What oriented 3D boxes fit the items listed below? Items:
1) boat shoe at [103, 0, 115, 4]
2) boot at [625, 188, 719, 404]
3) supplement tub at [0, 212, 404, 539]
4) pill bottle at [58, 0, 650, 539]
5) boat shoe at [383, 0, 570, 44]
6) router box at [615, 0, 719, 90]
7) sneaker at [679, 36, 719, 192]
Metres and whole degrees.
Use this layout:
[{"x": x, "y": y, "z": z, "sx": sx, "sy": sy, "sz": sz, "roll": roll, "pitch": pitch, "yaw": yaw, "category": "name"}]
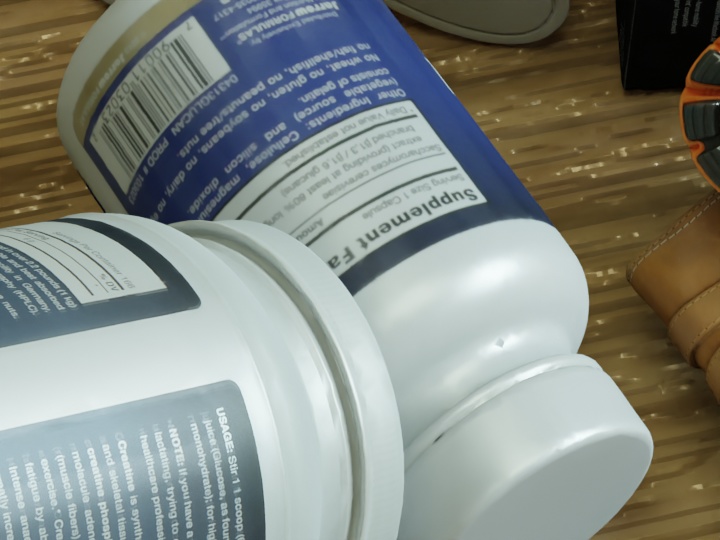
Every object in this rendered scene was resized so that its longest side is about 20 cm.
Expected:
[{"x": -0.098, "y": -0.179, "z": 0.955, "sx": 0.073, "sy": 0.068, "sz": 0.200, "roll": -20, "pitch": 62, "yaw": -9, "category": "boat shoe"}, {"x": 0.135, "y": 0.046, "z": 0.815, "sx": 0.200, "sy": 0.077, "sz": 0.155, "roll": -37, "pitch": 68, "yaw": -20, "category": "boot"}, {"x": -0.101, "y": 0.060, "z": 0.697, "sx": 0.199, "sy": 0.141, "sz": 0.141, "roll": -11, "pitch": 55, "yaw": -42, "category": "supplement tub"}, {"x": 0.000, "y": 0.000, "z": 0.819, "sx": 0.111, "sy": 0.111, "sz": 0.200, "roll": -29, "pitch": 64, "yaw": -14, "category": "pill bottle"}, {"x": -0.005, "y": -0.154, "z": 0.913, "sx": 0.199, "sy": 0.073, "sz": 0.063, "roll": 33, "pitch": 50, "yaw": -9, "category": "boat shoe"}, {"x": 0.160, "y": -0.130, "z": 0.843, "sx": 0.148, "sy": 0.200, "sz": 0.051, "roll": -1, "pitch": 62, "yaw": 0, "category": "router box"}, {"x": 0.192, "y": -0.081, "z": 0.816, "sx": 0.199, "sy": 0.078, "sz": 0.076, "roll": -15, "pitch": 101, "yaw": 7, "category": "sneaker"}]
